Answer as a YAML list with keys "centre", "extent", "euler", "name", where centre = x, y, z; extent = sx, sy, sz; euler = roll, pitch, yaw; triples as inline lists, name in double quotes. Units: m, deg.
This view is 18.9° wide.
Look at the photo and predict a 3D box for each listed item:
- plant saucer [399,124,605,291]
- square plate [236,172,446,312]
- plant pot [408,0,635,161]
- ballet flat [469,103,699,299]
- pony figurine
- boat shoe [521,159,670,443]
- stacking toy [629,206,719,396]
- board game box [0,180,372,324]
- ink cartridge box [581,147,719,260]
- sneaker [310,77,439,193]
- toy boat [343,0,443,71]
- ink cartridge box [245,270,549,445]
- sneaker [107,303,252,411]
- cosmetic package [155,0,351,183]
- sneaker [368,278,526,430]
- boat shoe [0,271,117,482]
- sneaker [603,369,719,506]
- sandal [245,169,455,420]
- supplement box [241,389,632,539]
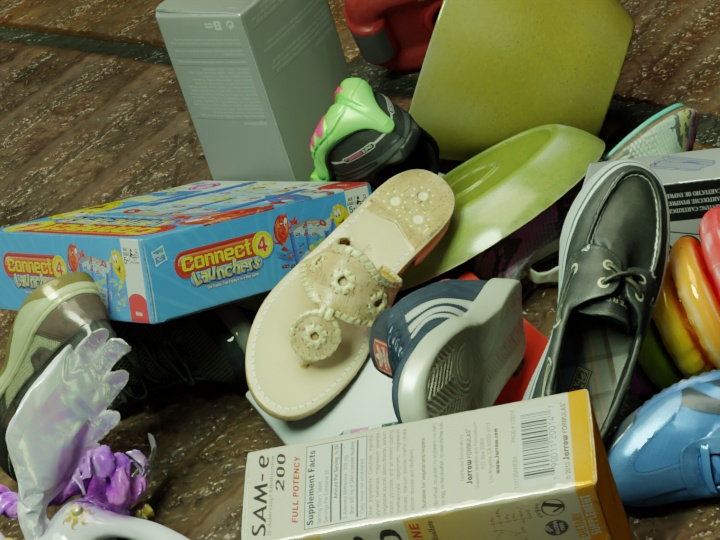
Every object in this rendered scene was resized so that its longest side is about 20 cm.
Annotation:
- centre: [0.081, -0.050, 1.545]
  extent: [0.199, 0.031, 0.200]
  euler: [-32, 11, 7]
  name: "plant saucer"
- centre: [-0.052, -0.042, 1.683]
  extent: [0.199, 0.029, 0.198]
  euler: [17, 45, 44]
  name: "square plate"
- centre: [0.128, -0.165, 1.656]
  extent: [0.141, 0.201, 0.201]
  euler: [18, 37, 3]
  name: "plant pot"
- centre: [0.172, -0.039, 1.530]
  extent: [0.199, 0.069, 0.071]
  euler: [-32, 60, -9]
  name: "ballet flat"
- centre: [-0.175, 0.160, 1.322]
  extent: [0.193, 0.167, 0.199]
  euler: [-41, 52, -22]
  name: "pony figurine"
- centre: [0.147, 0.027, 1.294]
  extent: [0.057, 0.068, 0.201]
  euler: [146, 142, -74]
  name: "boat shoe"
- centre: [0.186, 0.039, 1.373]
  extent: [0.199, 0.110, 0.117]
  euler: [-25, 37, 17]
  name: "stacking toy"
- centre: [-0.123, -0.017, 1.488]
  extent: [0.195, 0.056, 0.199]
  euler: [-15, 12, -40]
  name: "board game box"
- centre: [0.254, -0.033, 1.438]
  extent: [0.198, 0.095, 0.044]
  euler: [-6, 32, 20]
  name: "ink cartridge box"
- centre: [0.013, -0.069, 1.536]
  extent: [0.083, 0.200, 0.077]
  euler: [29, 81, 10]
  name: "sneaker"
- centre: [0.089, -0.199, 1.803]
  extent: [0.198, 0.131, 0.132]
  euler: [-12, 61, 11]
  name: "toy boat"
- centre: [0.037, 0.079, 1.382]
  extent: [0.173, 0.044, 0.200]
  euler: [-40, 33, -4]
  name: "ink cartridge box"
- centre: [-0.138, 0.062, 1.504]
  extent: [0.114, 0.077, 0.199]
  euler: [-36, 25, -21]
  name: "sneaker"
- centre: [-0.065, -0.126, 1.603]
  extent: [0.090, 0.201, 0.107]
  euler: [7, 35, 32]
  name: "cosmetic package"
- centre: [0.037, 0.055, 1.297]
  extent: [0.084, 0.076, 0.200]
  euler: [0, 12, 19]
  name: "sneaker"
- centre: [-0.200, 0.087, 1.416]
  extent: [0.071, 0.202, 0.066]
  euler: [-15, 56, -31]
  name: "boat shoe"
- centre: [0.236, 0.098, 1.262]
  extent: [0.199, 0.066, 0.079]
  euler: [-19, 34, -2]
  name: "sneaker"
- centre: [-0.005, -0.003, 1.396]
  extent: [0.077, 0.070, 0.212]
  euler: [32, 58, 11]
  name: "sandal"
- centre: [0.046, 0.150, 1.210]
  extent: [0.198, 0.126, 0.074]
  euler: [-12, 42, 12]
  name: "supplement box"
